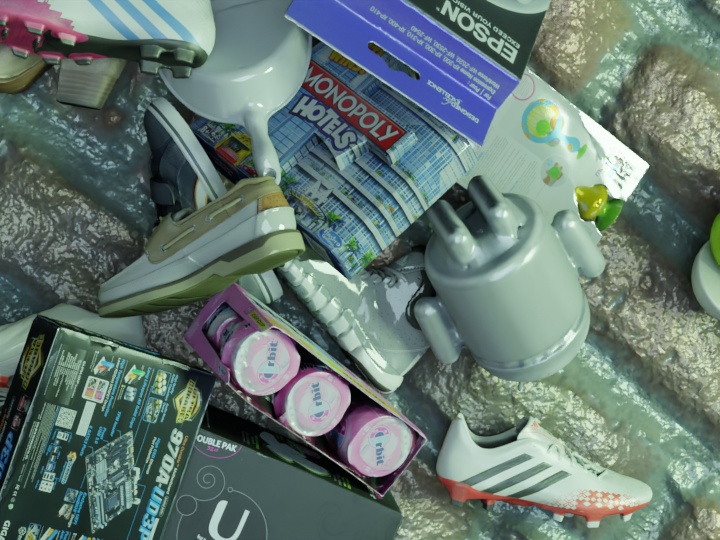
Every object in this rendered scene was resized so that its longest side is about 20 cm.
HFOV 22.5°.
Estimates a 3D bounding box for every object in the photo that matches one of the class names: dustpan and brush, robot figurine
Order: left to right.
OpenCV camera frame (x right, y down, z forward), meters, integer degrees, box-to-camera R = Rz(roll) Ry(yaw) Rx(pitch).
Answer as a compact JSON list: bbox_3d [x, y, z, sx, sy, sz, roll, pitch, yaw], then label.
[{"bbox_3d":[-0.095,-0.150,1.499,0.138,0.201,0.058,-15,134,-3],"label":"dustpan and brush"},{"bbox_3d":[0.128,0.015,1.545,0.168,0.113,0.201,-28,125,3],"label":"robot figurine"}]

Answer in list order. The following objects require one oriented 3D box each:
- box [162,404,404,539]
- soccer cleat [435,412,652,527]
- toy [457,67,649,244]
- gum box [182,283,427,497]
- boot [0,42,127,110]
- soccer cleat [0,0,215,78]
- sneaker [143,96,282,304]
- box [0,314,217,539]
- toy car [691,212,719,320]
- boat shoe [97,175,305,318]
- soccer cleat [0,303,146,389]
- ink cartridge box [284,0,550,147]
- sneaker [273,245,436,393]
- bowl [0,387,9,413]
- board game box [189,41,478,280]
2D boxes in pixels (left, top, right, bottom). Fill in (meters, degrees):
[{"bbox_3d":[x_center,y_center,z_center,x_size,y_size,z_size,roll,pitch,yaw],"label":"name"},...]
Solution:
[{"bbox_3d":[-0.085,0.223,1.557,0.198,0.124,0.150,23,94,-8],"label":"box"},{"bbox_3d":[0.167,0.175,1.612,0.198,0.069,0.086,7,101,-3],"label":"soccer cleat"},{"bbox_3d":[0.143,-0.103,1.583,0.199,0.047,0.116,35,88,-13],"label":"toy"},{"bbox_3d":[-0.051,0.095,1.518,0.200,0.113,0.066,39,90,-30],"label":"gum box"},{"bbox_3d":[-0.278,-0.220,1.510,0.198,0.070,0.148,10,90,-9],"label":"boot"},{"bbox_3d":[-0.215,-0.212,1.461,0.198,0.070,0.087,8,72,-12],"label":"soccer cleat"},{"bbox_3d":[-0.145,-0.045,1.537,0.079,0.078,0.201,-30,101,-8],"label":"sneaker"},{"bbox_3d":[-0.216,0.153,1.430,0.158,0.046,0.202,20,88,-39],"label":"box"},{"bbox_3d":[0.402,-0.019,1.584,0.199,0.175,0.151,29,58,-9],"label":"toy car"},{"bbox_3d":[-0.135,-0.016,1.468,0.198,0.075,0.069,-21,80,26],"label":"boat shoe"},{"bbox_3d":[-0.280,0.066,1.548,0.198,0.069,0.078,-1,64,2],"label":"soccer cleat"},{"bbox_3d":[0.055,-0.227,1.496,0.197,0.043,0.201,32,48,-11],"label":"ink cartridge box"},{"bbox_3d":[0.000,0.000,1.571,0.115,0.075,0.200,-41,110,-6],"label":"sneaker"},{"bbox_3d":[-0.306,0.162,1.519,0.198,0.095,0.202,-7,138,-7],"label":"bowl"},{"bbox_3d":[-0.007,-0.123,1.509,0.200,0.200,0.062,-44,142,-10],"label":"board game box"}]
